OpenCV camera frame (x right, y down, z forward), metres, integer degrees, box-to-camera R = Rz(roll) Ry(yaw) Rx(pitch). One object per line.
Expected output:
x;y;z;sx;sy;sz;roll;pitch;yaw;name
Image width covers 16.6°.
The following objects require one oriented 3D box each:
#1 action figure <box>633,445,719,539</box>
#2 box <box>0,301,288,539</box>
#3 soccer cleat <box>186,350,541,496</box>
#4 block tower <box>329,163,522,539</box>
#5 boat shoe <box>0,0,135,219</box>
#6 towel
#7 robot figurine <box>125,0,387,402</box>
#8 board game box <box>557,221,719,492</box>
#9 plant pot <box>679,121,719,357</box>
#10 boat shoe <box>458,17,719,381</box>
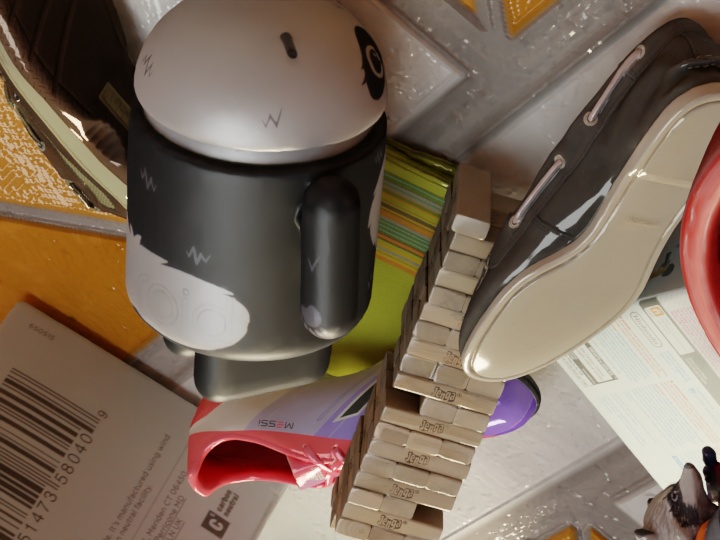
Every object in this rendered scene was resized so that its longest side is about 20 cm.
0.212;0.109;1.105;0.192;0.105;0.201;-2;132;27;action figure
-0.182;0.174;1.444;0.199;0.200;0.172;32;142;-3;box
0.000;0.084;1.302;0.198;0.074;0.068;-4;135;25;soccer cleat
0.040;0.051;1.219;0.057;0.054;0.201;15;119;-7;block tower
-0.155;-0.098;1.234;0.074;0.075;0.203;1;134;40;boat shoe
0.000;0.000;1.288;0.086;0.018;0.201;26;142;11;towel
-0.048;-0.039;1.170;0.149;0.125;0.201;17;123;19;robot figurine
0.202;0.036;1.160;0.199;0.064;0.148;-16;124;44;board game box
0.242;-0.047;0.946;0.199;0.183;0.201;18;141;15;plant pot
0.107;-0.029;1.118;0.066;0.057;0.200;14;131;-32;boat shoe
